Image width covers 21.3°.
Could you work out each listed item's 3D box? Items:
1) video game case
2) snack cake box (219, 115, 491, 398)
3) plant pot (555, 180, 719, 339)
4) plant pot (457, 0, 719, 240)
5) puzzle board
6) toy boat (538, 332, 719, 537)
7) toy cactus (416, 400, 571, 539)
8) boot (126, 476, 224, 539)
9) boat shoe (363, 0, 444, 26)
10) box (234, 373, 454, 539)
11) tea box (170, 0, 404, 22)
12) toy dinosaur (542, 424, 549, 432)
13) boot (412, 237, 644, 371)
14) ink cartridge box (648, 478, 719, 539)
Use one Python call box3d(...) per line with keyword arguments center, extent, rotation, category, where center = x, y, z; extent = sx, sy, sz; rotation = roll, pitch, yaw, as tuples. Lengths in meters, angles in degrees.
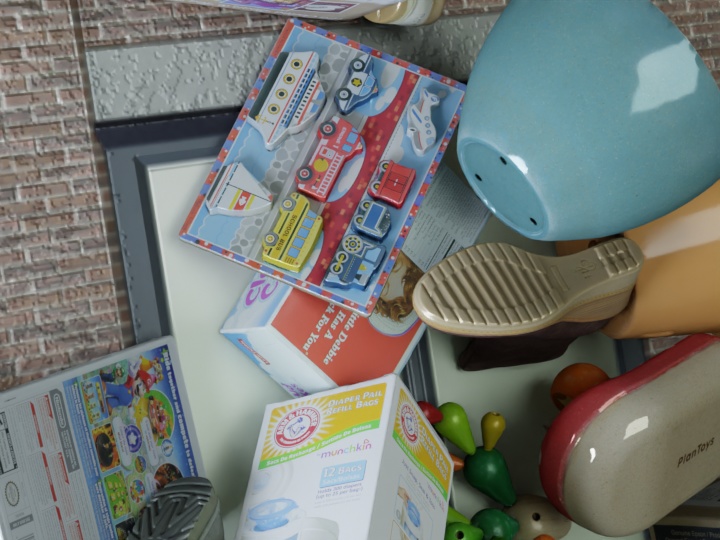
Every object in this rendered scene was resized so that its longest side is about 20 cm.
box3d(center=(-0.177, 0.135, 1.277), extent=(0.199, 0.018, 0.145), rotation=(-19, 97, -53), category="video game case")
box3d(center=(0.000, 0.000, 1.420), extent=(0.115, 0.067, 0.201), rotation=(43, 64, -25), category="snack cake box")
box3d(center=(0.245, -0.031, 1.530), extent=(0.139, 0.200, 0.202), rotation=(-17, 96, -19), category="plant pot")
box3d(center=(0.148, -0.099, 1.370), extent=(0.135, 0.200, 0.201), rotation=(-41, 109, -18), category="plant pot")
box3d(center=(-0.023, -0.079, 1.382), extent=(0.149, 0.017, 0.201), rotation=(22, 65, 7), category="puzzle board")
box3d(center=(0.202, 0.115, 1.491), extent=(0.199, 0.130, 0.132), rotation=(-23, 129, -44), category="toy boat")
box3d(center=(0.115, 0.188, 1.465), extent=(0.164, 0.102, 0.201), rotation=(4, 52, -56), category="toy cactus")
box3d(center=(-0.106, 0.265, 1.292), extent=(0.182, 0.072, 0.201), rotation=(-51, 132, -43), category="boot")
box3d(center=(0.036, -0.284, 1.473), extent=(0.069, 0.073, 0.202), rotation=(9, 82, -46), category="boat shoe")
box3d(center=(-0.013, 0.185, 1.312), extent=(0.102, 0.112, 0.201), rotation=(57, 31, -36), category="box")
box3d(center=(-0.058, -0.291, 1.363), extent=(0.198, 0.133, 0.199), rotation=(1, 86, -35), category="tea box")
box3d(center=(0.241, 0.143, 1.590), extent=(0.198, 0.058, 0.102), rotation=(-17, 72, -24), category="toy dinosaur")
box3d(center=(0.106, 0.042, 1.433), extent=(0.198, 0.167, 0.073), rotation=(-10, 66, -26), category="boot")
box3d(center=(0.367, 0.206, 1.600), extent=(0.199, 0.164, 0.076), rotation=(-18, 95, -35), category="ink cartridge box")
